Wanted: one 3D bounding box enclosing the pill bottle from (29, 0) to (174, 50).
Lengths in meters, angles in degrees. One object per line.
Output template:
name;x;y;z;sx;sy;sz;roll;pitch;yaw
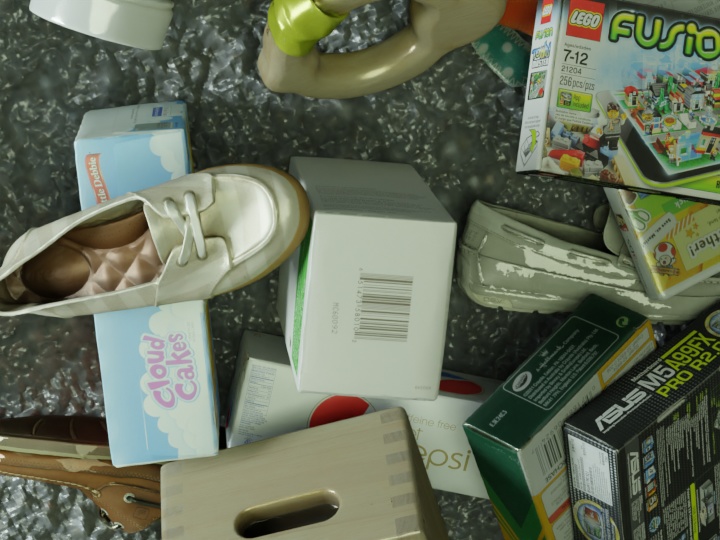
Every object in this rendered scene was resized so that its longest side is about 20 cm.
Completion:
pill bottle;-0.127;-0.236;1.127;0.111;0.111;0.201;16;101;-10

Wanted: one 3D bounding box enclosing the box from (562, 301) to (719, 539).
box;0.201;0.141;1.216;0.160;0.044;0.201;-35;131;-31

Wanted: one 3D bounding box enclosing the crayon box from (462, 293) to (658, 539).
crayon box;0.144;0.130;1.223;0.126;0.051;0.200;-43;133;-24

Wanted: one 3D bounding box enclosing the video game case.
video game case;0.232;-0.105;1.209;0.200;0.023;0.183;-26;99;-16

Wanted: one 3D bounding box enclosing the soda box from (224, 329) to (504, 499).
soda box;0.016;0.094;1.242;0.199;0.068;0.064;12;102;-9

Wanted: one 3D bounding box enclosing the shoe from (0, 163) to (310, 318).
shoe;-0.121;-0.009;1.073;0.199;0.053;0.070;-16;94;24

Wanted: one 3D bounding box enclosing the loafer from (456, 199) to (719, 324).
loafer;0.161;-0.007;1.234;0.199;0.070;0.070;4;106;-9

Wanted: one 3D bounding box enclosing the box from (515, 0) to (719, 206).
box;0.196;-0.098;1.167;0.199;0.035;0.111;8;89;-18

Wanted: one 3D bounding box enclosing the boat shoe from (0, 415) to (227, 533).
boat shoe;-0.146;0.135;1.232;0.199;0.072;0.068;6;101;-8

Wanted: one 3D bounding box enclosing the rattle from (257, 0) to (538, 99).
rattle;0.023;-0.184;1.199;0.199;0.143;0.130;-13;137;-19

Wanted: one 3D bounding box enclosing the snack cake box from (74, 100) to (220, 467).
snack cake box;-0.128;0.005;1.181;0.067;0.115;0.201;-6;104;-4

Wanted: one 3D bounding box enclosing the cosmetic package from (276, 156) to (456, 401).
cosmetic package;0.000;0.000;1.150;0.084;0.200;0.108;4;100;-8

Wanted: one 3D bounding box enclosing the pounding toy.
pounding toy;-0.041;0.216;1.186;0.199;0.142;0.184;-14;132;5
